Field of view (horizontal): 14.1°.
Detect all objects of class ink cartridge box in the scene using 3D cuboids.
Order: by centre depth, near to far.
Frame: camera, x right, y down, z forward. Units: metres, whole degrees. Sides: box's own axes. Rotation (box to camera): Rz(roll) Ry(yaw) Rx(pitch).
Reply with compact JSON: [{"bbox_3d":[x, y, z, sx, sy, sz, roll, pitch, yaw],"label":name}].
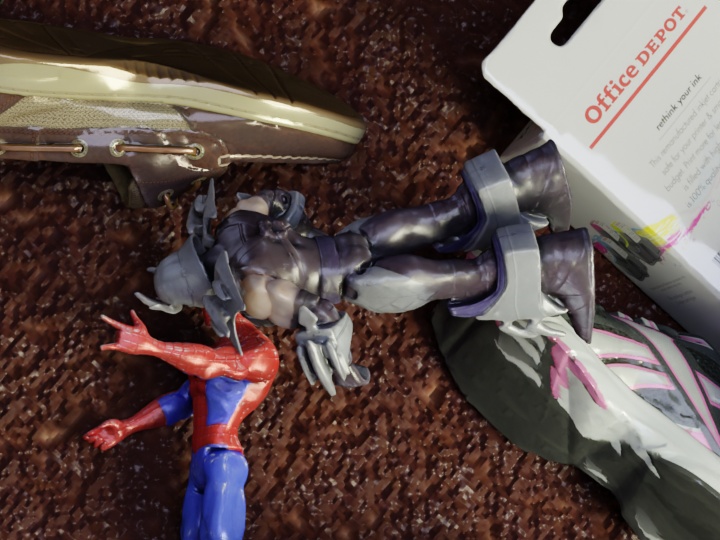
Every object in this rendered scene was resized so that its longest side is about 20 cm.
[{"bbox_3d":[0.151,-0.061,1.391,0.200,0.068,0.115,42,73,-6],"label":"ink cartridge box"}]

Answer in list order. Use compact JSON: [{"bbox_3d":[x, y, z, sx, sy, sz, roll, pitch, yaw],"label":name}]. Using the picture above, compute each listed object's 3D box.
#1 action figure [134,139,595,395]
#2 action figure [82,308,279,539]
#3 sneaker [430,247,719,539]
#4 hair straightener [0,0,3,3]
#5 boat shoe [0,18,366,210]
[{"bbox_3d":[0.000,0.000,1.282,0.200,0.069,0.130,-7,43,-7],"label":"action figure"},{"bbox_3d":[-0.088,0.093,1.298,0.099,0.065,0.200,11,78,-23],"label":"action figure"},{"bbox_3d":[0.123,0.054,1.373,0.200,0.080,0.086,44,50,-4],"label":"sneaker"},{"bbox_3d":[-0.251,-0.163,1.307,0.200,0.041,0.077,23,75,-11],"label":"hair straightener"},{"bbox_3d":[-0.097,-0.064,1.330,0.200,0.072,0.072,7,110,-25],"label":"boat shoe"}]
